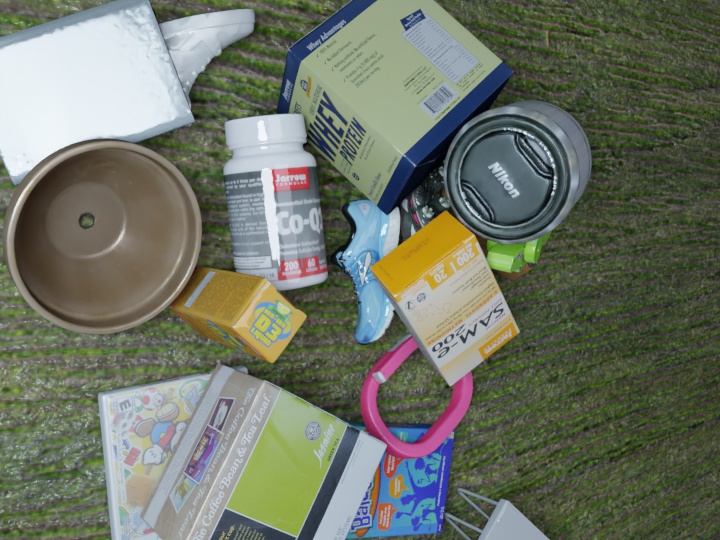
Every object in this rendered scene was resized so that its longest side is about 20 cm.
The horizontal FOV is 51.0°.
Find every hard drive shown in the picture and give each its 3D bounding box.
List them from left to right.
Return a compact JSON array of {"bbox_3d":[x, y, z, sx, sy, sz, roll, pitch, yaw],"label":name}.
[{"bbox_3d":[-0.291,-0.190,0.788,0.199,0.033,0.140,-22,105,-9],"label":"hard drive"}]

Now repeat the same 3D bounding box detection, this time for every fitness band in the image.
[{"bbox_3d":[0.084,0.172,1.063,0.200,0.037,0.144,-40,98,-37],"label":"fitness band"}]

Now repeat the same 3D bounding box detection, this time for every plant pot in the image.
[{"bbox_3d":[-0.276,-0.043,0.798,0.200,0.093,0.202,-14,116,-32],"label":"plant pot"}]

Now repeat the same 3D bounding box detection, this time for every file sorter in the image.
[{"bbox_3d":[0.165,0.443,1.109,0.139,0.124,0.201,45,68,-26],"label":"file sorter"}]

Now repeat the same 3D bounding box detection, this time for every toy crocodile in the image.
[{"bbox_3d":[0.219,-0.038,1.034,0.200,0.067,0.062,-42,138,-56],"label":"toy crocodile"}]

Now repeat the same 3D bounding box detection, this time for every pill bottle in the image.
[{"bbox_3d":[-0.104,-0.082,0.910,0.113,0.114,0.202,-10,98,-33],"label":"pill bottle"}]

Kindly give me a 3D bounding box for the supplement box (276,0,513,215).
[{"bbox_3d":[0.038,-0.222,0.938,0.200,0.134,0.200,43,66,6],"label":"supplement box"}]

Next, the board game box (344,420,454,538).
[{"bbox_3d":[0.037,0.293,1.064,0.199,0.045,0.153,9,87,-33],"label":"board game box"}]

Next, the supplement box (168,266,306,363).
[{"bbox_3d":[-0.142,0.044,0.840,0.067,0.199,0.069,45,69,-26],"label":"supplement box"}]

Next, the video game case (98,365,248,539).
[{"bbox_3d":[-0.213,0.229,0.908,0.181,0.023,0.202,-7,96,-33],"label":"video game case"}]

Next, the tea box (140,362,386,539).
[{"bbox_3d":[-0.111,0.245,0.885,0.196,0.133,0.201,35,74,-31],"label":"tea box"}]

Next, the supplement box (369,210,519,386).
[{"bbox_3d":[0.114,0.040,0.979,0.126,0.074,0.200,-37,131,-4],"label":"supplement box"}]

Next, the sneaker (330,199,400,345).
[{"bbox_3d":[0.000,0.000,1.023,0.089,0.078,0.202,2,88,-15],"label":"sneaker"}]

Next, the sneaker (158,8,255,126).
[{"bbox_3d":[-0.202,-0.227,0.869,0.199,0.074,0.116,-23,106,-20],"label":"sneaker"}]

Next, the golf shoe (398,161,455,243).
[{"bbox_3d":[0.078,-0.109,1.042,0.077,0.088,0.201,22,46,-19],"label":"golf shoe"}]

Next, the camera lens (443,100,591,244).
[{"bbox_3d":[0.202,-0.128,0.945,0.200,0.159,0.161,-33,113,-62],"label":"camera lens"}]

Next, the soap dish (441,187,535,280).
[{"bbox_3d":[0.201,-0.095,1.132,0.199,0.081,0.158,29,76,-32],"label":"soap dish"}]
